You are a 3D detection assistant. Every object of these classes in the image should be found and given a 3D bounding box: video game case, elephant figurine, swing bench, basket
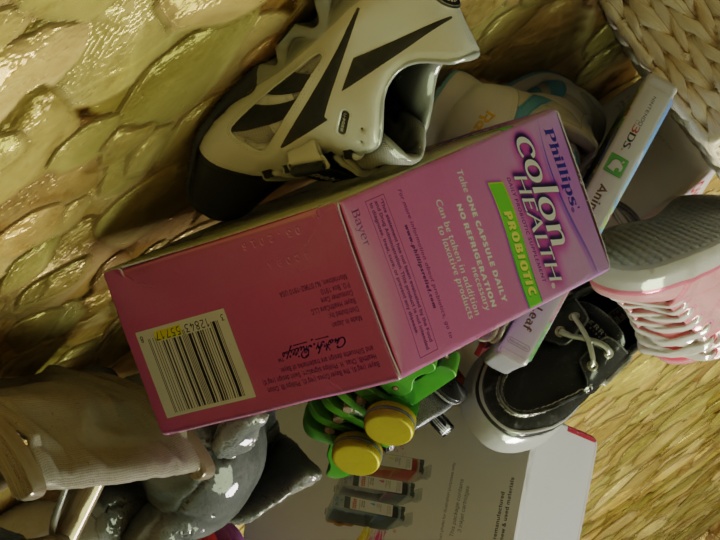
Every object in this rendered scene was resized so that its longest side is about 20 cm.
[{"bbox_3d":[0.129,-0.022,1.492,0.182,0.022,0.200,-61,177,-3],"label":"video game case"},{"bbox_3d":[-0.092,0.094,1.525,0.200,0.155,0.142,-24,134,-59],"label":"elephant figurine"},{"bbox_3d":[-0.217,0.128,1.332,0.200,0.130,0.199,-47,162,14],"label":"swing bench"},{"bbox_3d":[0.240,-0.136,1.537,0.123,0.136,0.200,-37,164,7],"label":"basket"}]

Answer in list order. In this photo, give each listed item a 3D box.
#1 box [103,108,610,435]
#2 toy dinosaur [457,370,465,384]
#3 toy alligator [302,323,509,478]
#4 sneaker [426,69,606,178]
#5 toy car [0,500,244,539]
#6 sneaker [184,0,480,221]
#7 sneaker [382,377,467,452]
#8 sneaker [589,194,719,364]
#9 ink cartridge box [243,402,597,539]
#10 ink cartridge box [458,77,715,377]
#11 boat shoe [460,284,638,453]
[{"bbox_3d":[0.000,0.000,1.332,0.176,0.097,0.200,-16,-173,41],"label":"box"},{"bbox_3d":[0.081,0.089,1.808,0.200,0.105,0.181,-34,180,-6],"label":"toy dinosaur"},{"bbox_3d":[0.015,0.063,1.457,0.200,0.054,0.059,-46,-158,45],"label":"toy alligator"},{"bbox_3d":[0.106,-0.073,1.500,0.200,0.081,0.077,-9,129,-62],"label":"sneaker"},{"bbox_3d":[-0.144,0.214,1.636,0.150,0.175,0.200,-40,164,4],"label":"toy car"},{"bbox_3d":[-0.015,-0.073,1.259,0.074,0.089,0.200,-20,159,-49],"label":"sneaker"},{"bbox_3d":[0.007,0.044,1.544,0.075,0.114,0.200,-35,152,11],"label":"sneaker"},{"bbox_3d":[0.197,0.018,1.560,0.200,0.075,0.105,-24,121,-61],"label":"sneaker"},{"bbox_3d":[0.039,0.160,1.722,0.145,0.200,0.145,24,76,-66],"label":"ink cartridge box"},{"bbox_3d":[0.134,-0.029,1.682,0.200,0.083,0.147,-35,168,-14],"label":"ink cartridge box"},{"bbox_3d":[0.140,0.048,1.631,0.200,0.071,0.064,-38,173,-42],"label":"boat shoe"}]
